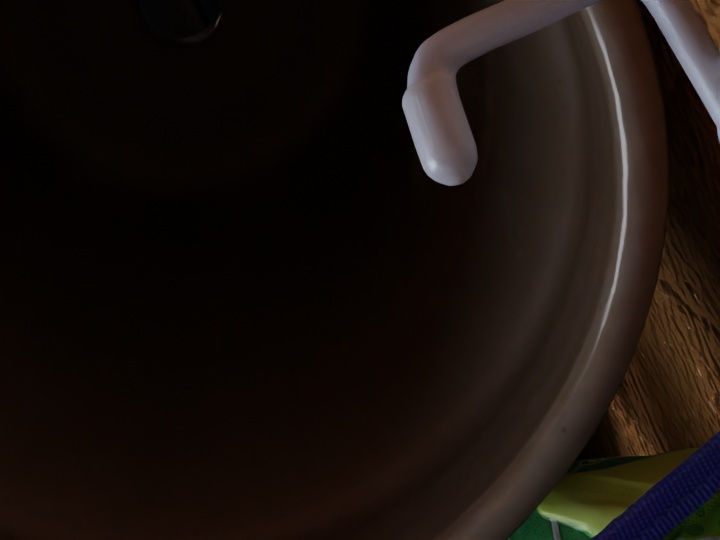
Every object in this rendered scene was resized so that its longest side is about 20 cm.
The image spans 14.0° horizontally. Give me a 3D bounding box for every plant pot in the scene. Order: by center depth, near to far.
[{"bbox_3d":[-0.042,-0.040,0.637,0.175,0.199,0.201,-95,-16,-69],"label":"plant pot"}]

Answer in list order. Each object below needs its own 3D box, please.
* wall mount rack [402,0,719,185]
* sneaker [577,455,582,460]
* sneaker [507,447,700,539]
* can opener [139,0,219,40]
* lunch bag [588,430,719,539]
[{"bbox_3d":[0.062,0.010,0.423,0.200,0.074,0.175,84,160,-71],"label":"wall mount rack"},{"bbox_3d":[0.006,0.036,0.886,0.081,0.086,0.200,67,172,-30],"label":"sneaker"},{"bbox_3d":[0.058,0.104,0.685,0.201,0.083,0.074,82,-157,-47],"label":"sneaker"},{"bbox_3d":[-0.024,-0.026,0.772,0.201,0.078,0.063,63,-162,-13],"label":"can opener"},{"bbox_3d":[0.096,0.159,0.524,0.200,0.127,0.171,46,162,35],"label":"lunch bag"}]
